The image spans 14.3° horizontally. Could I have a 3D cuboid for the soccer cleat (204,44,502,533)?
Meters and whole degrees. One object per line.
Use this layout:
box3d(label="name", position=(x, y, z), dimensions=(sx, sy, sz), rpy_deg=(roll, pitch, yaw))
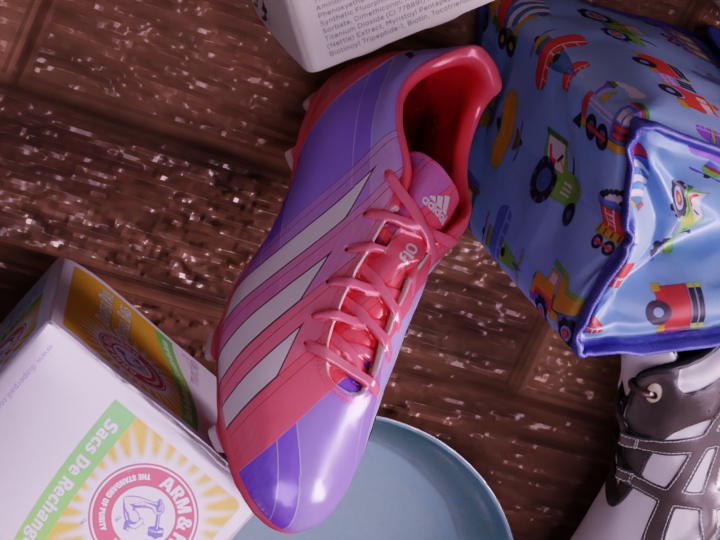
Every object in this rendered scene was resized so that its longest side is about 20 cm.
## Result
box3d(label="soccer cleat", position=(0.000, 0.000, 1.019), dimensions=(0.076, 0.201, 0.067), rpy_deg=(-20, 130, 37))

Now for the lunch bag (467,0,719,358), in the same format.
box3d(label="lunch bag", position=(0.150, -0.031, 1.076), dimensions=(0.199, 0.151, 0.094), rpy_deg=(6, 113, -23))

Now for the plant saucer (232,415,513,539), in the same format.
box3d(label="plant saucer", position=(-0.033, 0.141, 1.166), dimensions=(0.199, 0.027, 0.201), rpy_deg=(-8, 117, -16))

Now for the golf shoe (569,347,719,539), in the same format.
box3d(label="golf shoe", position=(0.125, 0.063, 1.162), dimensions=(0.094, 0.078, 0.200), rpy_deg=(36, 106, -15))

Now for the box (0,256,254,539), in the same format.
box3d(label="box", position=(-0.136, 0.109, 1.048), dimensions=(0.101, 0.113, 0.200), rpy_deg=(40, 96, -11))

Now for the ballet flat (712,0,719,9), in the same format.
box3d(label="ballet flat", position=(0.154, -0.177, 1.059), dimensions=(0.067, 0.062, 0.201), rpy_deg=(-19, 120, -11))

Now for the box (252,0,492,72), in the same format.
box3d(label="box", position=(-0.019, -0.177, 0.991), dimensions=(0.082, 0.068, 0.201), rpy_deg=(-21, 120, -10))
